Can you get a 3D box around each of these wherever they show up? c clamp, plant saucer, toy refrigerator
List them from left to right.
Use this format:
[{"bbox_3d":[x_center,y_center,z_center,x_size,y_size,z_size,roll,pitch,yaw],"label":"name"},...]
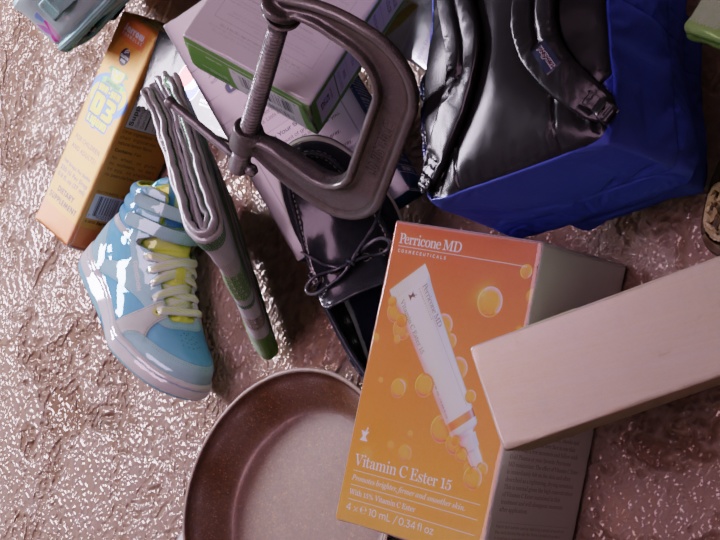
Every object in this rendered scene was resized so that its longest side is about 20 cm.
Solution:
[{"bbox_3d":[-0.045,-0.109,1.162,0.171,0.027,0.200,40,144,7],"label":"c clamp"},{"bbox_3d":[-0.045,0.172,1.309,0.200,0.037,0.201,-16,63,35],"label":"plant saucer"},{"bbox_3d":[0.170,0.039,1.030,0.199,0.076,0.070,-21,79,14],"label":"toy refrigerator"}]

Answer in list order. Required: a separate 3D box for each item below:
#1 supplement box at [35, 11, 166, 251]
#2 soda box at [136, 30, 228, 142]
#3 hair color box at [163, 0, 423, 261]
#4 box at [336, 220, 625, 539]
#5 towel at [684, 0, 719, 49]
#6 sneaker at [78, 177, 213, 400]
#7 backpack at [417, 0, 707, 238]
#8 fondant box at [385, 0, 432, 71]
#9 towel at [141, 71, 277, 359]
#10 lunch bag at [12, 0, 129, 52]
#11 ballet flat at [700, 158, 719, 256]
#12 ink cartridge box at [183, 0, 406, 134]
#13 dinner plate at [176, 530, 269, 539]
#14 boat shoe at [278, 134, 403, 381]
[{"bbox_3d":[-0.204,-0.116,1.546,0.066,0.069,0.201,36,104,43],"label":"supplement box"},{"bbox_3d":[-0.092,-0.135,1.432,0.200,0.063,0.071,23,97,47],"label":"soda box"},{"bbox_3d":[-0.047,-0.116,1.306,0.100,0.061,0.200,-32,83,13],"label":"hair color box"},{"bbox_3d":[0.077,0.079,1.164,0.124,0.097,0.201,9,87,42],"label":"box"},{"bbox_3d":[0.284,-0.201,1.019,0.149,0.031,0.200,24,78,47],"label":"towel"},{"bbox_3d":[-0.155,0.002,1.456,0.131,0.079,0.200,-58,47,22],"label":"sneaker"},{"bbox_3d":[0.127,-0.133,1.116,0.162,0.168,0.201,-17,66,37],"label":"backpack"},{"bbox_3d":[0.047,-0.233,1.311,0.200,0.058,0.145,39,110,46],"label":"fondant box"},{"bbox_3d":[-0.110,-0.035,1.338,0.031,0.200,0.150,-18,60,0],"label":"towel"},{"bbox_3d":[-0.199,-0.274,1.518,0.200,0.077,0.161,-40,15,31],"label":"lunch bag"},{"bbox_3d":[0.253,-0.096,1.062,0.067,0.046,0.200,48,115,43],"label":"ballet flat"},{"bbox_3d":[-0.023,-0.206,1.240,0.104,0.059,0.200,29,79,13],"label":"ink cartridge box"},{"bbox_3d":[-0.102,0.267,1.375,0.200,0.024,0.201,-15,70,46],"label":"dinner plate"},{"bbox_3d":[0.000,0.000,1.238,0.074,0.062,0.201,-22,93,13],"label":"boat shoe"}]
